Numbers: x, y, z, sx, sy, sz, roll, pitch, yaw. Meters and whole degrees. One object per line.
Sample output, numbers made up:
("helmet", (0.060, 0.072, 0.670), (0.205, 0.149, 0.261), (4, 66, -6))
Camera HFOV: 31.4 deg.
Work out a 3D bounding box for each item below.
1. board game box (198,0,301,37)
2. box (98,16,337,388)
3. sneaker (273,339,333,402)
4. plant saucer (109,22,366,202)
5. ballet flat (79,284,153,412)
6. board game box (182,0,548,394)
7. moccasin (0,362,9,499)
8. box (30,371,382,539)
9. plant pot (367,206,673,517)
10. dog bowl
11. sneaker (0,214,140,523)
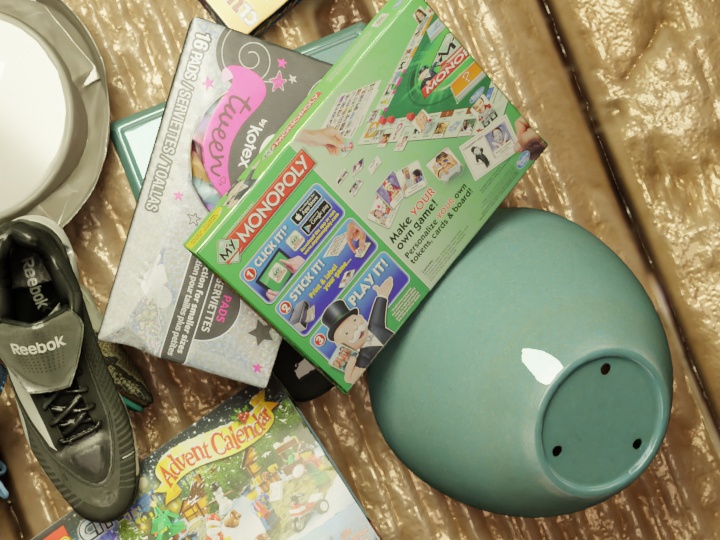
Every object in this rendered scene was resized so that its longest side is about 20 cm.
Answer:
("board game box", (-0.097, -0.275, 0.892), (0.135, 0.035, 0.201), (-39, 90, -4))
("box", (-0.084, -0.044, 0.821), (0.113, 0.132, 0.203), (16, 93, -10))
("sneaker", (0.000, 0.000, 0.862), (0.074, 0.089, 0.201), (34, 88, -3))
("plant saucer", (-0.074, -0.107, 0.896), (0.198, 0.019, 0.071), (-23, 90, -4))
("ballet flat", (-0.228, 0.035, 0.862), (0.197, 0.068, 0.076), (15, 76, 1))
("board game box", (0.007, -0.046, 0.765), (0.135, 0.029, 0.201), (44, 81, -25))
("moccasin", (-0.272, 0.146, 0.848), (0.068, 0.081, 0.201), (26, 109, -14))
("box", (-0.100, 0.178, 0.816), (0.199, 0.038, 0.137), (-35, 66, -4))
("plant pot", (0.119, 0.073, 0.806), (0.197, 0.135, 0.203), (-5, 106, -20))
("dog bowl", (-0.262, -0.102, 0.865), (0.197, 0.059, 0.204), (0, 88, -4))
("sneaker", (-0.188, 0.059, 0.779), (0.066, 0.091, 0.203), (-17, 85, -6))
